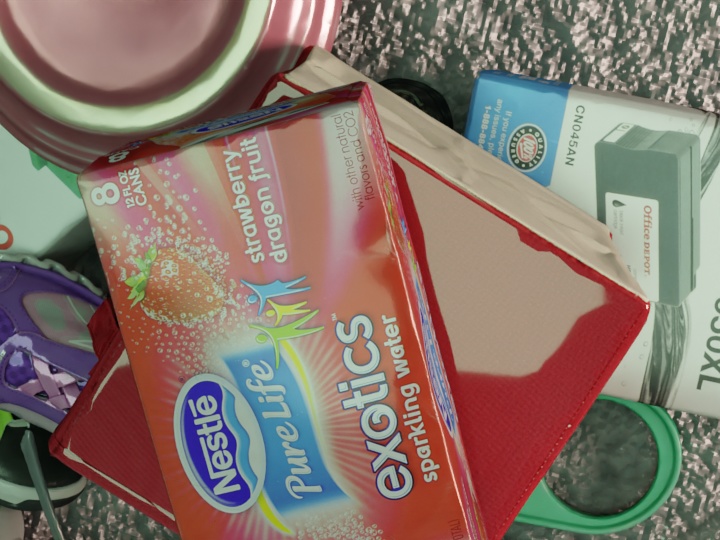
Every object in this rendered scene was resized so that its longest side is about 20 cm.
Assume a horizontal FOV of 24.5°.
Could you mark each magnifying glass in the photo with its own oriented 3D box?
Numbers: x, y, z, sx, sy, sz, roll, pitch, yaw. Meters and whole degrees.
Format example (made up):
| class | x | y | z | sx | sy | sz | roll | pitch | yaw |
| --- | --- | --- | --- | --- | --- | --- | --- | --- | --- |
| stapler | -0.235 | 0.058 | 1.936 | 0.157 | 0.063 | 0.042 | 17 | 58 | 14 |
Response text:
| class | x | y | z | sx | sy | sz | roll | pitch | yaw |
| --- | --- | --- | --- | --- | --- | --- | --- | --- | --- |
| magnifying glass | 0.073 | 0.115 | 0.885 | 0.199 | 0.022 | 0.080 | -17 | 93 | 12 |

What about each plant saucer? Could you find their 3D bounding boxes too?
| class | x | y | z | sx | sy | sz | roll | pitch | yaw |
| --- | --- | --- | --- | --- | --- | --- | --- | --- | --- |
| plant saucer | -0.109 | -0.140 | 0.792 | 0.199 | 0.051 | 0.202 | 1 | 95 | 9 |

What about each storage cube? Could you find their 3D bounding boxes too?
| class | x | y | z | sx | sy | sz | roll | pitch | yaw |
| --- | --- | --- | --- | --- | --- | --- | --- | --- | --- |
| storage cube | -0.003 | 0.026 | 0.719 | 0.199 | 0.171 | 0.180 | 32 | 101 | -3 |

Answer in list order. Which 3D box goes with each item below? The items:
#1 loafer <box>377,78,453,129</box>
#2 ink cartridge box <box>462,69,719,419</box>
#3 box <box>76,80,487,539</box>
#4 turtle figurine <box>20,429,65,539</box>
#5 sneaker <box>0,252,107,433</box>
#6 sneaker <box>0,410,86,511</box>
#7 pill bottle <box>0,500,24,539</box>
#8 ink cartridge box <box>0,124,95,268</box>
| class | x | y | z | sx | sy | sz | roll | pitch | yaw |
| --- | --- | --- | --- | --- | --- | --- | --- | --- | --- |
| loafer | 0.000 | 0.000 | 0.860 | 0.072 | 0.072 | 0.201 | 9 | 98 | 8 |
| ink cartridge box | 0.144 | -0.011 | 0.828 | 0.199 | 0.084 | 0.146 | 11 | 98 | 8 |
| box | -0.020 | 0.043 | 0.588 | 0.099 | 0.096 | 0.201 | -13 | 100 | 5 |
| turtle figurine | -0.159 | 0.194 | 0.790 | 0.199 | 0.144 | 0.195 | 29 | 97 | -24 |
| sneaker | -0.134 | 0.058 | 0.836 | 0.199 | 0.089 | 0.081 | 24 | 104 | -29 |
| sneaker | -0.210 | 0.038 | 0.888 | 0.200 | 0.072 | 0.083 | 49 | 118 | 6 |
| pill bottle | -0.255 | 0.147 | 0.899 | 0.199 | 0.112 | 0.113 | 28 | 99 | 6 |
| ink cartridge box | -0.148 | -0.107 | 0.869 | 0.200 | 0.084 | 0.146 | -40 | 88 | 10 |
